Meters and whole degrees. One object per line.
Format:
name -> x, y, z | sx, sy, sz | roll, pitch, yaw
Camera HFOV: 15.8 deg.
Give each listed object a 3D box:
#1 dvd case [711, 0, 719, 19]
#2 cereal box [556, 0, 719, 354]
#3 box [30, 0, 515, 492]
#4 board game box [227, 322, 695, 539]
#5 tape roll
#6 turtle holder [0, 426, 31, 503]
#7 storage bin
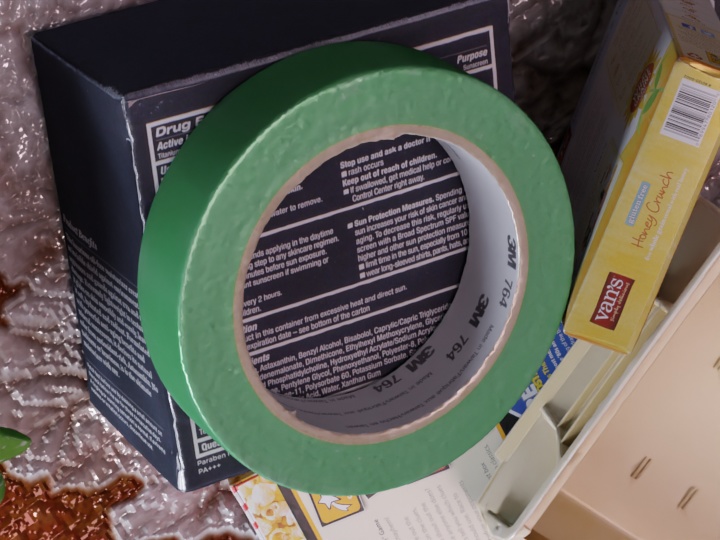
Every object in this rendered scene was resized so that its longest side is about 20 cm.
dvd case -> 0.204, -0.202, 1.358 | 0.150, 0.025, 0.201 | -19, 116, -22
cereal box -> 0.134, -0.063, 1.261 | 0.039, 0.200, 0.144 | 18, 111, -5
box -> -0.032, -0.032, 1.230 | 0.199, 0.123, 0.199 | -17, 118, -23
board game box -> 0.052, 0.121, 1.331 | 0.200, 0.046, 0.152 | -27, 105, -1
tape roll -> 0.000, 0.000, 1.160 | 0.200, 0.048, 0.201 | -11, 114, -25
turtle holder -> -0.244, 0.107, 1.138 | 0.132, 0.141, 0.185 | -66, 168, 5
storage bin -> 0.191, 0.098, 1.268 | 0.200, 0.094, 0.199 | 33, 100, -15
